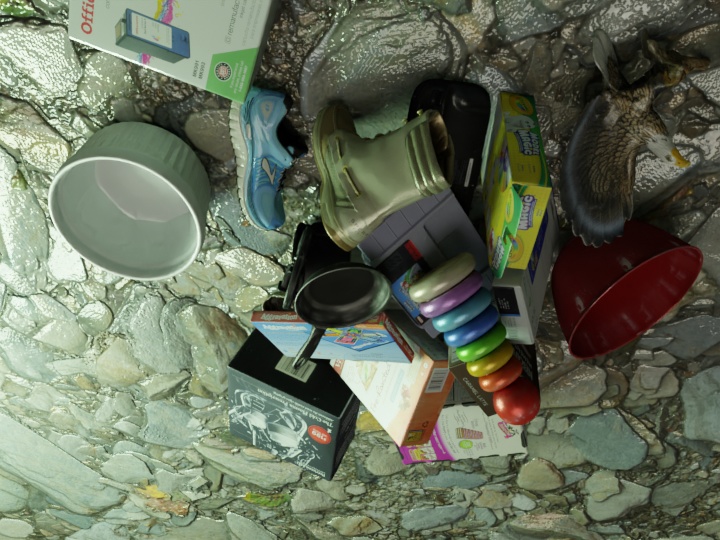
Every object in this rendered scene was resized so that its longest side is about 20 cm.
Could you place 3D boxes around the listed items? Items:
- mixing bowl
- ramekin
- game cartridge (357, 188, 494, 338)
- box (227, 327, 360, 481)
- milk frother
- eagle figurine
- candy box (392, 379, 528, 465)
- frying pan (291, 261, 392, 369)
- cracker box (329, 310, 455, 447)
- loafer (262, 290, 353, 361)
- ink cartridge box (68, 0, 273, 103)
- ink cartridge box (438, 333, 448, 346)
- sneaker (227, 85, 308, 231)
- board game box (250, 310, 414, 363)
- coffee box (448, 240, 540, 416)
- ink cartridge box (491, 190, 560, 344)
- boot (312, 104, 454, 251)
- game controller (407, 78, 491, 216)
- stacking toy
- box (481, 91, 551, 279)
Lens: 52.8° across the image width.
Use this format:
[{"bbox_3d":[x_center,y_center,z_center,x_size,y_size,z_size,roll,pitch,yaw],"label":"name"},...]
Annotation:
[{"bbox_3d":[0.319,0.007,0.927,0.197,0.109,0.202,-22,145,-16],"label":"mixing bowl"},{"bbox_3d":[-0.288,-0.095,0.941,0.195,0.106,0.203,4,134,4],"label":"ramekin"},{"bbox_3d":[0.085,-0.013,0.869,0.129,0.038,0.200,-43,130,-2],"label":"game cartridge"},{"bbox_3d":[-0.105,0.213,1.168,0.197,0.105,0.184,22,136,14],"label":"box"},{"bbox_3d":[0.000,0.000,0.927,0.184,0.202,0.183,1,130,6],"label":"milk frother"},{"bbox_3d":[0.286,-0.142,0.786,0.149,0.152,0.202,14,127,-21],"label":"eagle figurine"},{"bbox_3d":[0.144,0.222,1.090,0.196,0.062,0.138,-8,131,15],"label":"candy box"},{"bbox_3d":[-0.024,0.051,0.853,0.112,0.031,0.192,-5,143,-11],"label":"frying pan"},{"bbox_3d":[0.042,0.129,1.018,0.057,0.200,0.136,4,115,-36],"label":"cracker box"},{"bbox_3d":[-0.066,0.081,1.038,0.197,0.068,0.077,18,104,35],"label":"loafer"},{"bbox_3d":[-0.189,-0.286,0.751,0.196,0.088,0.146,20,133,-9],"label":"ink cartridge box"},{"bbox_3d":[0.149,0.149,1.123,0.143,0.089,0.200,-23,128,26],"label":"ink cartridge box"},{"bbox_3d":[-0.108,-0.132,0.903,0.088,0.079,0.203,0,133,3],"label":"sneaker"},{"bbox_3d":[-0.038,0.086,0.943,0.196,0.020,0.103,0,148,28],"label":"board game box"},{"bbox_3d":[0.176,0.072,0.967,0.079,0.202,0.115,-23,127,27],"label":"coffee box"},{"bbox_3d":[0.206,-0.019,0.889,0.038,0.202,0.100,1,135,28],"label":"ink cartridge box"},{"bbox_3d":[0.024,-0.136,0.802,0.153,0.203,0.072,-29,138,26],"label":"boot"},{"bbox_3d":[0.095,-0.122,0.862,0.102,0.042,0.204,-3,115,-28],"label":"game controller"},{"bbox_3d":[0.137,0.086,0.824,0.085,0.085,0.202,-29,93,30],"label":"stacking toy"},{"bbox_3d":[0.171,-0.096,0.811,0.047,0.202,0.119,7,135,1],"label":"box"}]
